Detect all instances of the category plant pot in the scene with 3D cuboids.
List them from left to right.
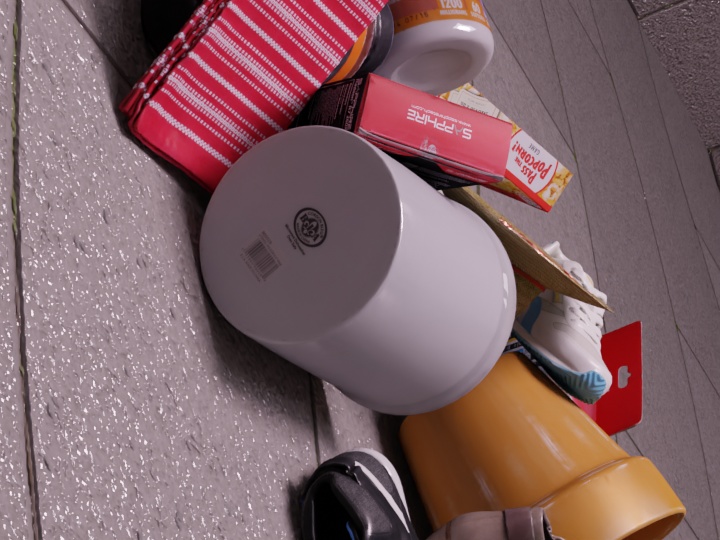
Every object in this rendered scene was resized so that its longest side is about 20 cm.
[{"bbox_3d":[0.128,0.174,1.725,0.184,0.200,0.200,56,13,17],"label":"plant pot"}]

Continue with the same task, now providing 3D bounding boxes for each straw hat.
[{"bbox_3d":[0.098,0.000,1.702,0.201,0.085,0.201,39,5,-4],"label":"straw hat"}]

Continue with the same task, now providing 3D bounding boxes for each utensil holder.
[{"bbox_3d":[0.000,0.000,1.538,0.200,0.170,0.170,34,37,-61],"label":"utensil holder"}]

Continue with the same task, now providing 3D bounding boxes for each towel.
[{"bbox_3d":[-0.070,-0.150,1.501,0.022,0.200,0.145,36,-4,37],"label":"towel"}]

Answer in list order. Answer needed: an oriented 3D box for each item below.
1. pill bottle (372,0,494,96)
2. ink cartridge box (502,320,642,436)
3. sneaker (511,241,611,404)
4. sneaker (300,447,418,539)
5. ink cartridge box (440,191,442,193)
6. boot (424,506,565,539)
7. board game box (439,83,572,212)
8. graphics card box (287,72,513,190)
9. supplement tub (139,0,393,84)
[{"bbox_3d":[0.032,-0.249,1.750,0.112,0.112,0.201,33,38,-63],"label":"pill bottle"},{"bbox_3d":[0.157,0.087,1.909,0.084,0.175,0.200,62,17,-21],"label":"ink cartridge box"},{"bbox_3d":[0.166,0.038,1.779,0.077,0.081,0.200,48,5,-30],"label":"sneaker"},{"bbox_3d":[0.014,0.225,1.491,0.200,0.073,0.112,62,19,7],"label":"sneaker"},{"bbox_3d":[0.046,-0.017,1.848,0.145,0.083,0.200,65,17,-12],"label":"ink cartridge box"},{"bbox_3d":[0.108,0.261,1.589,0.200,0.146,0.070,58,18,-33],"label":"boot"},{"bbox_3d":[0.079,-0.138,1.950,0.200,0.046,0.151,37,-6,-35],"label":"board game box"},{"bbox_3d":[0.011,-0.098,1.603,0.125,0.200,0.051,16,80,-24],"label":"graphics card box"},{"bbox_3d":[-0.062,-0.189,1.593,0.200,0.107,0.107,2,66,-52],"label":"supplement tub"}]
